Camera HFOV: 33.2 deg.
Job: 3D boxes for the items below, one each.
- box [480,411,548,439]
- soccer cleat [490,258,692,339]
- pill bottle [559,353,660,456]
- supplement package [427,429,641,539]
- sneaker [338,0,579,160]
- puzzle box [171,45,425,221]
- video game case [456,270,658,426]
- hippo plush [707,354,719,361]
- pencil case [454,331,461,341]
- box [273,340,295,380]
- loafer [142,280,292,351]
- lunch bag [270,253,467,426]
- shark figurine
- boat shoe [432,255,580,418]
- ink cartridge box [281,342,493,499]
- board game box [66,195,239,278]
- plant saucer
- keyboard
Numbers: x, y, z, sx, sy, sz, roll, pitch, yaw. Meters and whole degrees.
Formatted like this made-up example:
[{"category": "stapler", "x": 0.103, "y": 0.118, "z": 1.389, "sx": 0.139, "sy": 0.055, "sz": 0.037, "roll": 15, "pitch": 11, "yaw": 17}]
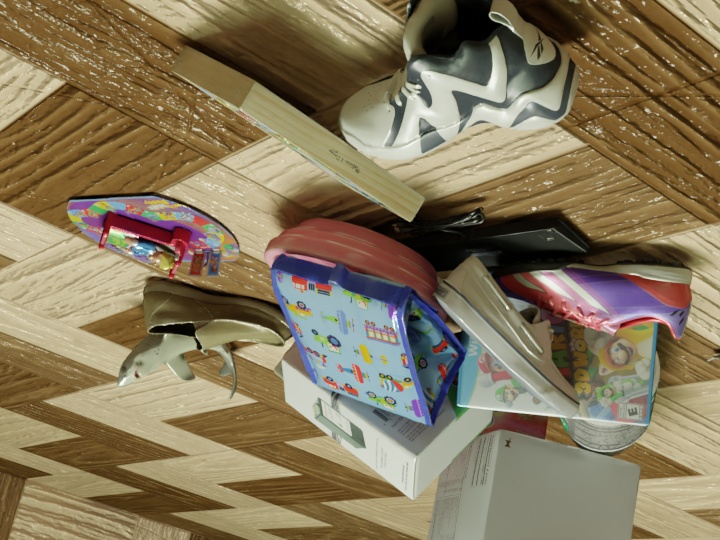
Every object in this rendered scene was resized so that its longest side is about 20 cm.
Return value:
[{"category": "box", "x": 0.136, "y": 0.172, "z": 1.562, "sx": 0.198, "sy": 0.096, "sz": 0.103, "roll": 18, "pitch": 157, "yaw": -15}, {"category": "soccer cleat", "x": 0.222, "y": 0.027, "z": 1.180, "sx": 0.198, "sy": 0.074, "sz": 0.068, "roll": 1, "pitch": 175, "yaw": 20}, {"category": "pill bottle", "x": 0.283, "y": 0.143, "z": 1.393, "sx": 0.112, "sy": 0.114, "sz": 0.200, "roll": 7, "pitch": 157, "yaw": 13}, {"category": "supplement package", "x": 0.209, "y": 0.297, "z": 1.486, "sx": 0.189, "sy": 0.149, "sz": 0.200, "roll": 15, "pitch": 163, "yaw": -11}, {"category": "sneaker", "x": 0.045, "y": -0.150, "z": 0.869, "sx": 0.198, "sy": 0.080, "sz": 0.130, "roll": 1, "pitch": 150, "yaw": 38}, {"category": "puzzle box", "x": -0.051, "y": -0.112, "z": 0.993, "sx": 0.199, "sy": 0.026, "sz": 0.133, "roll": 31, "pitch": -178, "yaw": -38}, {"category": "video game case", "x": 0.202, "y": 0.078, "z": 1.243, "sx": 0.198, "sy": 0.145, "sz": 0.018, "roll": 5, "pitch": -174, "yaw": 12}, {"category": "hippo plush", "x": 0.440, "y": 0.148, "z": 1.256, "sx": 0.158, "sy": 0.162, "sz": 0.199, "roll": 26, "pitch": 154, "yaw": -31}, {"category": "pencil case", "x": 0.160, "y": 0.089, "z": 1.356, "sx": 0.082, "sy": 0.087, "sz": 0.200, "roll": -14, "pitch": 172, "yaw": -31}, {"category": "box", "x": -0.004, "y": 0.150, "z": 1.473, "sx": 0.199, "sy": 0.095, "sz": 0.078, "roll": 34, "pitch": 175, "yaw": 39}, {"category": "loafer", "x": -0.182, "y": 0.069, "z": 1.519, "sx": 0.198, "sy": 0.068, "sz": 0.076, "roll": 13, "pitch": 158, "yaw": -1}, {"category": "lunch bag", "x": 0.001, "y": 0.054, "z": 1.192, "sx": 0.149, "sy": 0.095, "sz": 0.200, "roll": 17, "pitch": 157, "yaw": 28}, {"category": "shark figurine", "x": -0.239, "y": 0.096, "z": 1.639, "sx": 0.089, "sy": 0.129, "sz": 0.213, "roll": 26, "pitch": -170, "yaw": 40}, {"category": "boat shoe", "x": 0.159, "y": 0.067, "z": 1.185, "sx": 0.200, "sy": 0.065, "sz": 0.074, "roll": 44, "pitch": 177, "yaw": -23}, {"category": "ink cartridge box", "x": 0.031, "y": 0.131, "z": 1.341, "sx": 0.199, "sy": 0.146, "sz": 0.085, "roll": 34, "pitch": 146, "yaw": 27}, {"category": "board game box", "x": -0.238, "y": -0.028, "z": 1.351, "sx": 0.198, "sy": 0.039, "sz": 0.158, "roll": -1, "pitch": 154, "yaw": 29}, {"category": "plant saucer", "x": 0.000, "y": 0.000, "z": 1.246, "sx": 0.199, "sy": 0.051, "sz": 0.201, "roll": 19, "pitch": 166, "yaw": 5}, {"category": "keyboard", "x": 0.112, "y": -0.033, "z": 1.187, "sx": 0.199, "sy": 0.021, "sz": 0.127, "roll": -8, "pitch": 156, "yaw": 38}]
